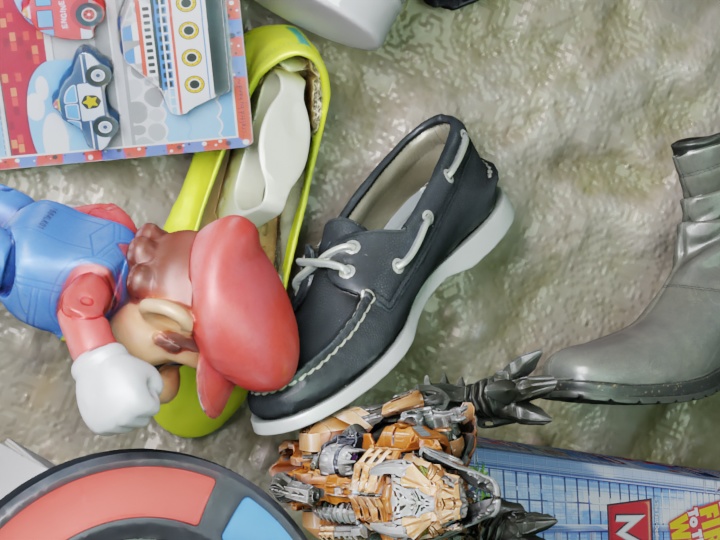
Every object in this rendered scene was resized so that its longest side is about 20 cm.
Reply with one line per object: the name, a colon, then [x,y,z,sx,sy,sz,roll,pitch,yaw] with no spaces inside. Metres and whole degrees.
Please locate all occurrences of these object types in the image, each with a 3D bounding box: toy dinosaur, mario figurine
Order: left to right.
mario figurine: [-0.125,0.019,1.250,0.200,0.106,0.124,18,64,4]
toy dinosaur: [0.015,0.086,1.276,0.135,0.200,0.102,-3,113,-25]

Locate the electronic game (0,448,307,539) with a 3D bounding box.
electronic game: [-0.101,0.178,1.249,0.200,0.042,0.200,-3,96,-24]

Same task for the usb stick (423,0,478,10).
usb stick: [0.113,-0.185,1.398,0.200,0.033,0.056,-25,114,-20]

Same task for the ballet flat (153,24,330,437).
ballet flat: [-0.056,-0.017,1.323,0.067,0.067,0.200,14,91,-25]

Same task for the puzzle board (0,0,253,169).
puzzle board: [-0.129,-0.131,1.232,0.150,0.017,0.200,-5,125,-1]

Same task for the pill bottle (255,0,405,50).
pill bottle: [0.018,-0.207,1.309,0.109,0.109,0.200,29,82,-24]

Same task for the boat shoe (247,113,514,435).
boat shoe: [0.000,0.000,1.323,0.200,0.076,0.060,-51,122,-45]

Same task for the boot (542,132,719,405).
boot: [0.167,-0.005,1.433,0.200,0.068,0.131,-11,96,-30]

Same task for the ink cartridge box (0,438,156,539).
ink cartridge box: [-0.149,0.199,1.298,0.147,0.083,0.200,33,83,-24]

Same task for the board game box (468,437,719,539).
board game box: [0.120,0.168,1.428,0.200,0.062,0.200,-6,98,-23]
